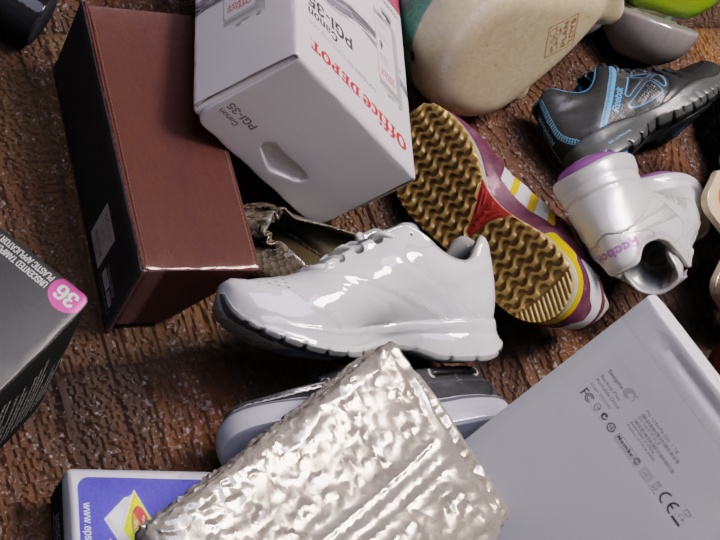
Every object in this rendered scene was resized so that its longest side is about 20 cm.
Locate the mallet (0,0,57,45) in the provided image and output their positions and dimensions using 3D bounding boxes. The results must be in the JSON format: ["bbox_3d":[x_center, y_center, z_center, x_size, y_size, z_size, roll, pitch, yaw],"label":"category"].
[{"bbox_3d":[-0.255,-0.118,0.833,0.066,0.041,0.201,26,56,-12],"label":"mallet"}]

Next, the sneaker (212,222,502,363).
[{"bbox_3d":[0.000,0.013,0.817,0.199,0.074,0.088,2,89,-34],"label":"sneaker"}]

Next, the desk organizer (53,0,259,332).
[{"bbox_3d":[-0.131,-0.067,0.837,0.077,0.072,0.201,0,60,-30],"label":"desk organizer"}]

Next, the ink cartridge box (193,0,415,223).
[{"bbox_3d":[-0.037,-0.154,0.889,0.146,0.082,0.201,42,34,-45],"label":"ink cartridge box"}]

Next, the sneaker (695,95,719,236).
[{"bbox_3d":[0.333,-0.101,1.107,0.090,0.076,0.201,21,61,-21],"label":"sneaker"}]

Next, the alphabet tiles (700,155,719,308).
[{"bbox_3d":[0.329,-0.029,1.027,0.196,0.015,0.200,46,60,-26],"label":"alphabet tiles"}]

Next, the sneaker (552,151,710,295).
[{"bbox_3d":[0.204,-0.023,0.956,0.200,0.075,0.100,6,58,-55],"label":"sneaker"}]

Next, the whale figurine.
[{"bbox_3d":[0.112,-0.201,1.004,0.199,0.160,0.104,-26,54,-21],"label":"whale figurine"}]

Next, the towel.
[{"bbox_3d":[-0.014,0.138,0.712,0.200,0.034,0.133,-34,90,-36],"label":"towel"}]

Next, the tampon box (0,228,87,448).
[{"bbox_3d":[-0.261,0.060,0.647,0.150,0.126,0.200,38,50,1],"label":"tampon box"}]

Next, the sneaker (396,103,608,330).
[{"bbox_3d":[0.095,-0.034,0.939,0.090,0.075,0.200,18,33,-56],"label":"sneaker"}]

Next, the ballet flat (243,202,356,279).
[{"bbox_3d":[0.000,0.000,0.874,0.199,0.046,0.068,21,53,-14],"label":"ballet flat"}]

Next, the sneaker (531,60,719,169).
[{"bbox_3d":[0.220,-0.138,1.063,0.200,0.073,0.082,-28,74,-38],"label":"sneaker"}]

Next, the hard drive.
[{"bbox_3d":[0.130,0.127,0.766,0.132,0.200,0.027,54,23,14],"label":"hard drive"}]

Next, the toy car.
[{"bbox_3d":[0.215,-0.280,1.121,0.199,0.176,0.150,13,18,-19],"label":"toy car"}]

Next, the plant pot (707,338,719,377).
[{"bbox_3d":[0.292,0.118,0.862,0.200,0.176,0.200,41,49,3],"label":"plant pot"}]

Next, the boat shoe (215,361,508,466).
[{"bbox_3d":[0.001,0.085,0.810,0.199,0.070,0.066,-3,43,-25],"label":"boat shoe"}]

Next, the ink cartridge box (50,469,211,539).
[{"bbox_3d":[-0.060,0.206,0.711,0.199,0.047,0.198,7,55,-26],"label":"ink cartridge box"}]
